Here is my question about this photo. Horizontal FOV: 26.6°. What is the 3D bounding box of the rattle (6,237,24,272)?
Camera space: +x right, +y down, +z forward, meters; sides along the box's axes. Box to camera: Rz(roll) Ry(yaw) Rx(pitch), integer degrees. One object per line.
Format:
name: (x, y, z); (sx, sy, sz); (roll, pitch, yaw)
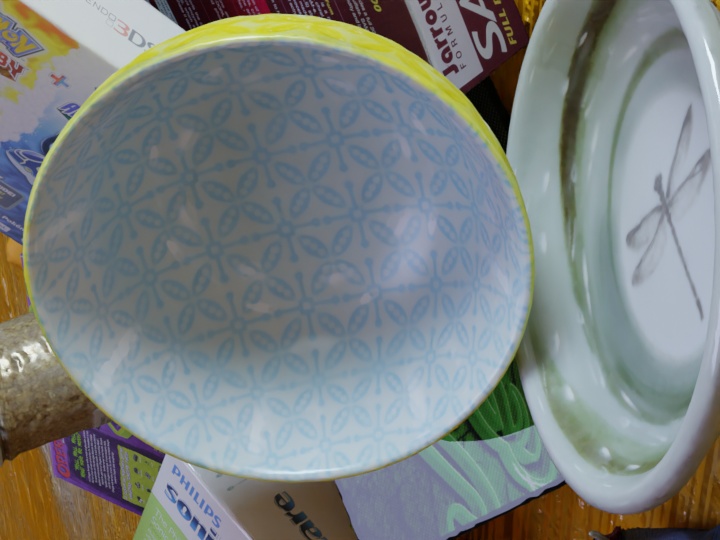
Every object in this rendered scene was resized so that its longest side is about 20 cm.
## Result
rattle: (-0.132, 0.002, 0.996); (0.201, 0.141, 0.131); (56, 138, 41)

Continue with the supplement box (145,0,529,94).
supplement box: (-0.026, -0.133, 0.694); (0.199, 0.061, 0.110); (8, 130, 52)

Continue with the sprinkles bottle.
sprinkles bottle: (-0.121, 0.039, 0.760); (0.068, 0.198, 0.069); (52, 153, 40)

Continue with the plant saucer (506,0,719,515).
plant saucer: (0.105, -0.016, 0.543); (0.200, 0.050, 0.203); (180, 90, -77)

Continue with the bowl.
bowl: (-0.030, -0.024, 0.629); (0.108, 0.198, 0.202); (-85, -7, -59)

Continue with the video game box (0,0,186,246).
video game box: (-0.153, -0.078, 0.725); (0.199, 0.047, 0.182); (34, 143, -25)

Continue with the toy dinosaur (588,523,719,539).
toy dinosaur: (0.142, 0.127, 0.571); (0.201, 0.105, 0.182); (52, 171, 14)

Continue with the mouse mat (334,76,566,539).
mouse mat: (0.028, 0.018, 0.704); (0.160, 0.008, 0.202); (-31, 78, 26)

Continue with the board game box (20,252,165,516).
board game box: (-0.167, 0.082, 1.034); (0.119, 0.032, 0.202); (17, 130, 20)

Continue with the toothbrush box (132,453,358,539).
toothbrush box: (-0.052, 0.187, 0.815); (0.146, 0.086, 0.201); (45, 137, 22)
